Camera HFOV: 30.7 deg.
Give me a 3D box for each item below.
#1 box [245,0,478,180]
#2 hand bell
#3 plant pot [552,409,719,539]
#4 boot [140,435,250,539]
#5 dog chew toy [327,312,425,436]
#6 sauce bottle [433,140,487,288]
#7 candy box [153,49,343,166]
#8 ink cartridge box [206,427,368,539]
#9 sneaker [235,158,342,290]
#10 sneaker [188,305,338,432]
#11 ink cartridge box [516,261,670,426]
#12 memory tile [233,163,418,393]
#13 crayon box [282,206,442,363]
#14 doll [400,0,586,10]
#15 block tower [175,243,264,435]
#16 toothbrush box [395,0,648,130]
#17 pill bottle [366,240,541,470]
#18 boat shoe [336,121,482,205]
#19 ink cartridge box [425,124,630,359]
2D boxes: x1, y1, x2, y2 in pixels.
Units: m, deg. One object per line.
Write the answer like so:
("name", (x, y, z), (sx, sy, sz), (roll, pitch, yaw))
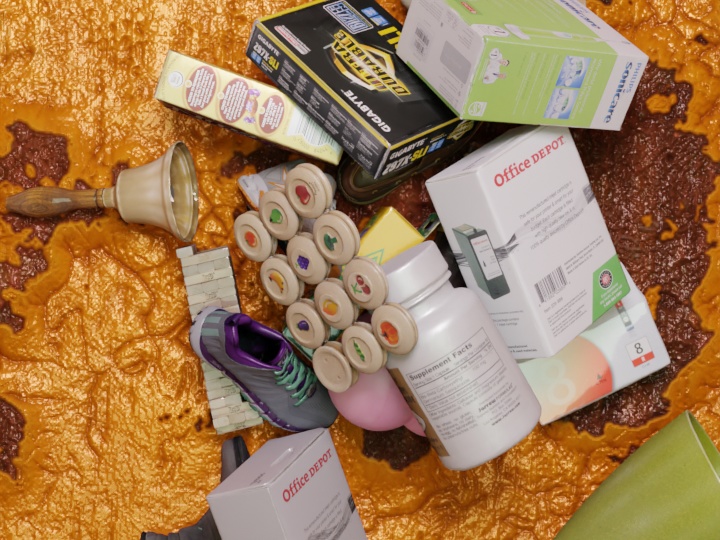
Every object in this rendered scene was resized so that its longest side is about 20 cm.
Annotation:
("box", (0.007, -0.193, 1.315), (0.200, 0.159, 0.050), (45, 134, 20))
("hand bell", (-0.278, -0.076, 1.376), (0.197, 0.104, 0.106), (-4, 93, 9))
("plant pot", (0.308, 0.279, 1.383), (0.199, 0.187, 0.188), (-32, 94, 14))
("boot", (-0.175, 0.281, 1.400), (0.129, 0.070, 0.204), (-2, 89, 2))
("dog chew toy", (0.067, 0.118, 1.380), (0.197, 0.124, 0.126), (16, 92, -11))
("sauce bottle", (0.112, -0.034, 1.395), (0.065, 0.066, 0.203), (19, 89, -4))
("candy box", (-0.109, -0.165, 1.355), (0.197, 0.117, 0.057), (18, 92, -4))
("ink cartridge box", (-0.062, 0.285, 1.348), (0.083, 0.144, 0.203), (-14, 101, 27))
("sneaker", (-0.055, -0.060, 1.336), (0.091, 0.200, 0.076), (-30, 131, -9))
("sneaker", (-0.084, 0.108, 1.340), (0.199, 0.087, 0.075), (37, 66, -30))
("ink cartridge box", (0.224, 0.042, 1.417), (0.160, 0.050, 0.202), (-25, 97, -2))
("memory tile", (-0.037, 0.011, 1.239), (0.017, 0.153, 0.201), (-32, 90, -42))
("crayon box", (0.000, 0.000, 1.364), (0.051, 0.126, 0.200), (42, 90, -4))
("doll", (0.138, -0.299, 1.395), (0.196, 0.048, 0.139), (-3, 92, -6))
("block tower", (-0.147, 0.069, 1.396), (0.057, 0.054, 0.203), (-13, 94, -3))
("toothbrush box", (0.157, -0.213, 1.290), (0.197, 0.146, 0.087), (-2, 125, -30))
("pill bottle", (0.081, 0.080, 1.268), (0.113, 0.114, 0.202), (-31, 97, -1))
("boat shoe", (0.062, -0.139, 1.389), (0.199, 0.068, 0.072), (-37, 94, -1))
("ink cartridge box", (0.170, -0.034, 1.317), (0.145, 0.084, 0.202), (-32, 105, -36))
